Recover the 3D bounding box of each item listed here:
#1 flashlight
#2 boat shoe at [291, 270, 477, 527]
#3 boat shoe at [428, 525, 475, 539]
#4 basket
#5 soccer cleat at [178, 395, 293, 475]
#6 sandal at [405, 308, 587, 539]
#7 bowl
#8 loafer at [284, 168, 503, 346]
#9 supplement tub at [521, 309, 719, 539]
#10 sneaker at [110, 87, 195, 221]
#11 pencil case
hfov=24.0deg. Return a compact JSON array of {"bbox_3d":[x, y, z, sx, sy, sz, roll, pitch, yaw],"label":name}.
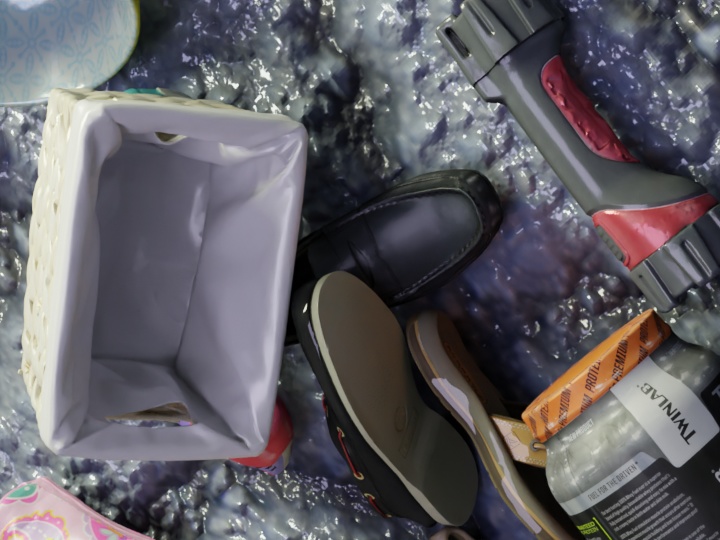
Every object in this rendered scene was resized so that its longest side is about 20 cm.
[{"bbox_3d":[0.130,-0.074,0.926,0.068,0.067,0.201,-40,82,39],"label":"flashlight"},{"bbox_3d":[0.004,0.082,1.017,0.062,0.074,0.202,-1,136,34],"label":"boat shoe"},{"bbox_3d":[0.103,0.249,1.060,0.200,0.072,0.065,49,126,12],"label":"boat shoe"},{"bbox_3d":[-0.120,-0.005,0.986,0.123,0.134,0.203,-143,60,-63],"label":"basket"},{"bbox_3d":[-0.125,0.069,1.131,0.199,0.067,0.077,32,158,26],"label":"soccer cleat"},{"bbox_3d":[0.100,0.100,1.010,0.054,0.080,0.201,-35,84,11],"label":"sandal"},{"bbox_3d":[-0.231,-0.201,1.044,0.199,0.199,0.109,-21,55,34],"label":"bowl"},{"bbox_3d":[0.000,0.000,1.022,0.199,0.070,0.069,-27,95,35],"label":"loafer"},{"bbox_3d":[0.186,0.129,0.931,0.201,0.122,0.122,51,125,3],"label":"supplement tub"},{"bbox_3d":[-0.163,-0.026,1.073,0.077,0.079,0.202,37,105,46],"label":"sneaker"},{"bbox_3d":[-0.169,0.216,1.200,0.198,0.087,0.088,21,118,22],"label":"pencil case"}]
